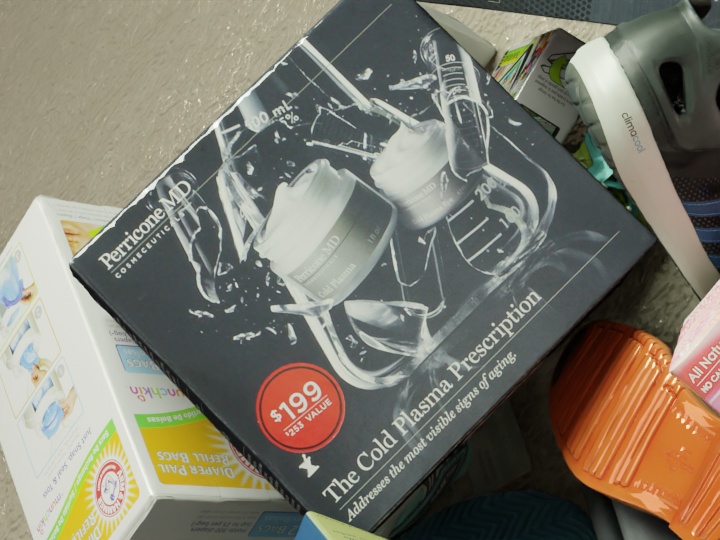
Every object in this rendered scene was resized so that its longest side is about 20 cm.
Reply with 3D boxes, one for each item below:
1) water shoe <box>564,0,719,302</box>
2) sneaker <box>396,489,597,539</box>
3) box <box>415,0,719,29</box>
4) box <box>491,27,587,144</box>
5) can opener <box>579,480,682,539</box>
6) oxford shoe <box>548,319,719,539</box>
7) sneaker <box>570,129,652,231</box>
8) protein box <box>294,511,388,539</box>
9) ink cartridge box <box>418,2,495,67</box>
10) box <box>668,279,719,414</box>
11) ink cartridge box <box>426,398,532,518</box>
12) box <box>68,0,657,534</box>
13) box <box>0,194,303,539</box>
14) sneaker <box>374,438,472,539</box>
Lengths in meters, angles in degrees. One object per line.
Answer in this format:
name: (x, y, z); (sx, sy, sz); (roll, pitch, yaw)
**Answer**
water shoe: (0.162, -0.042, 0.848); (0.079, 0.200, 0.072); (-30, 51, 13)
sneaker: (0.039, 0.185, 0.966); (0.200, 0.081, 0.077); (-35, 32, 9)
box: (0.132, -0.143, 0.904); (0.158, 0.199, 0.051); (-49, -33, -73)
box: (0.081, -0.074, 1.068); (0.110, 0.035, 0.200); (-58, 4, 1)
can opener: (0.125, 0.141, 0.861); (0.200, 0.066, 0.053); (-95, 16, -51)
oxford shoe: (0.150, 0.085, 0.856); (0.071, 0.073, 0.200); (-59, 32, 10)
sneaker: (0.130, -0.039, 0.980); (0.200, 0.077, 0.080); (-51, -2, 38)
protein box: (0.021, 0.226, 0.740); (0.199, 0.134, 0.200); (-68, 15, 1)
ink cartridge box: (-0.014, -0.077, 1.173); (0.041, 0.200, 0.200); (37, 101, 19)
box: (0.223, -0.013, 0.751); (0.200, 0.103, 0.095); (-51, -4, 17)
ink cartridge box: (0.012, 0.127, 1.111); (0.200, 0.047, 0.160); (-35, 35, 14)
box: (0.000, 0.000, 0.896); (0.200, 0.182, 0.104); (-45, -6, -8)
box: (-0.115, 0.073, 0.995); (0.101, 0.112, 0.200); (-53, 47, 31)
sneaker: (-0.011, 0.145, 1.017); (0.200, 0.086, 0.078); (-47, 57, 35)
